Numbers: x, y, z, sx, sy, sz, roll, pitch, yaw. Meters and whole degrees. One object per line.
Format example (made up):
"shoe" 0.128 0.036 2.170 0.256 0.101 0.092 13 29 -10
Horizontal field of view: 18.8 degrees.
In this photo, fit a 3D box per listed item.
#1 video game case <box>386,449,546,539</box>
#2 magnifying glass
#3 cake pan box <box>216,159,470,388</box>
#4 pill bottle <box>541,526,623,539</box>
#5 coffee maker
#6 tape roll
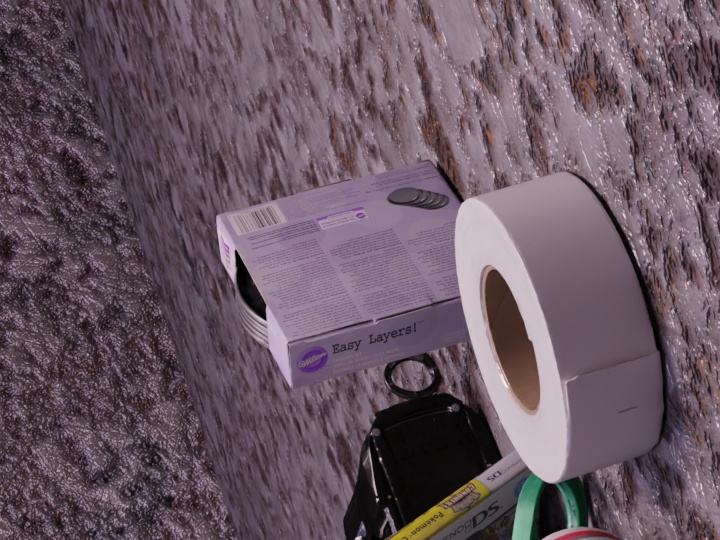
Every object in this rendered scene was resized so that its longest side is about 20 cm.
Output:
"video game case" 0.077 0.257 1.730 0.025 0.180 0.200 35 145 38
"magnifying glass" 0.118 0.222 1.557 0.080 0.022 0.200 61 -140 -31
"cake pan box" 0.000 0.000 1.695 0.184 0.199 0.052 -125 25 -50
"pill bottle" 0.175 0.247 1.430 0.200 0.110 0.111 -149 44 -72
"coffee maker" 0.058 0.196 1.919 0.200 0.134 0.193 104 171 -65
"tape roll" 0.131 0.039 1.457 0.202 0.071 0.203 164 90 -78
